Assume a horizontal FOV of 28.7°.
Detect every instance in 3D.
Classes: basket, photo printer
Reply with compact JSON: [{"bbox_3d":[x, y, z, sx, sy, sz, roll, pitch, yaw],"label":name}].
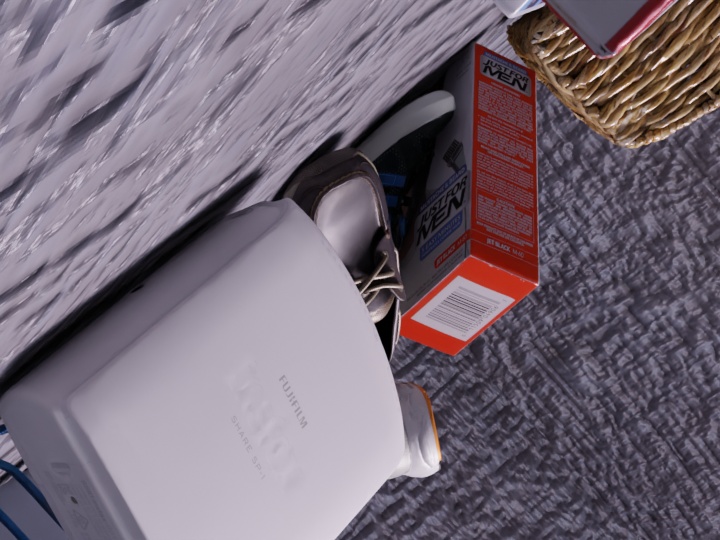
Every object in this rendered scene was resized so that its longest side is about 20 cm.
[{"bbox_3d":[0.230,-0.197,1.072,0.200,0.143,0.149,-46,-171,7],"label":"basket"},{"bbox_3d":[-0.062,0.071,0.694,0.069,0.167,0.200,-5,-153,43],"label":"photo printer"}]

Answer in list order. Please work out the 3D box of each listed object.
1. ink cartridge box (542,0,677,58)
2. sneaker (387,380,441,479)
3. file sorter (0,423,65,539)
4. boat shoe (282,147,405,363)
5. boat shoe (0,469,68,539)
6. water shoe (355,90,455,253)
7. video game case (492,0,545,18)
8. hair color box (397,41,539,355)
[{"bbox_3d":[0.109,-0.151,0.457,0.144,0.084,0.200,-45,178,17],"label":"ink cartridge box"},{"bbox_3d":[-0.024,0.102,0.996,0.091,0.076,0.200,-12,-169,-23],"label":"sneaker"},{"bbox_3d":[-0.210,0.190,0.738,0.139,0.123,0.200,-42,178,-44],"label":"file sorter"},{"bbox_3d":[0.000,0.000,0.908,0.074,0.073,0.201,-31,149,-13],"label":"boat shoe"},{"bbox_3d":[-0.254,0.204,0.948,0.202,0.075,0.086,-37,176,-45],"label":"boat shoe"},{"bbox_3d":[0.007,-0.042,1.019,0.200,0.079,0.072,-44,179,4],"label":"water shoe"},{"bbox_3d":[0.168,-0.241,0.919,0.182,0.023,0.200,-44,180,19],"label":"video game case"},{"bbox_3d":[0.076,-0.054,1.033,0.111,0.063,0.201,-45,-150,45],"label":"hair color box"}]
